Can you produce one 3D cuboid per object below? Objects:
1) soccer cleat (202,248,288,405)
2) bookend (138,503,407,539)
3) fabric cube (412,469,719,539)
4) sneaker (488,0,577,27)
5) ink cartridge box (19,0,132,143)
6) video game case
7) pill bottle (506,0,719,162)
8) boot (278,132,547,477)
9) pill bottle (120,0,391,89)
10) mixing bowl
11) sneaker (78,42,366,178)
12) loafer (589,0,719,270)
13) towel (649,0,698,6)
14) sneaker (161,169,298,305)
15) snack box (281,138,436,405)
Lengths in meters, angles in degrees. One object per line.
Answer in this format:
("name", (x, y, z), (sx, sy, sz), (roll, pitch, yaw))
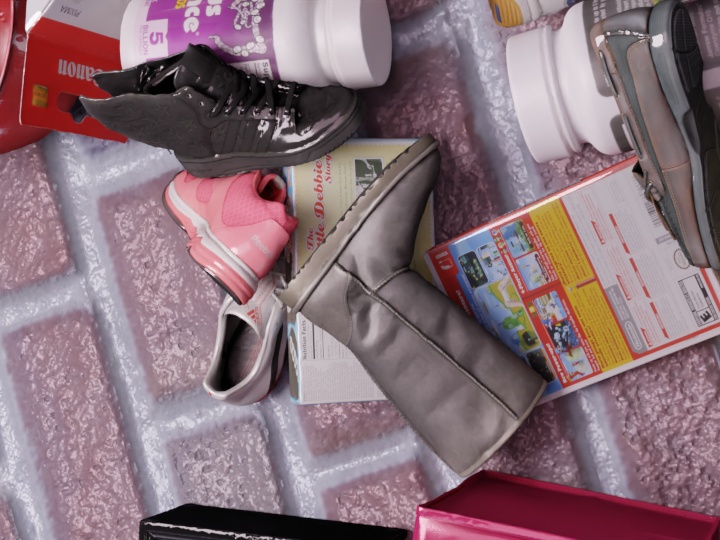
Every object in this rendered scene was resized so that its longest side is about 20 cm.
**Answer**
("soccer cleat", (-0.070, 0.015, 1.161), (0.068, 0.085, 0.202), (25, 97, 17))
("bookend", (-0.074, 0.300, 1.155), (0.196, 0.092, 0.203), (4, 92, 18))
("fabric cube", (0.140, 0.268, 1.028), (0.194, 0.200, 0.202), (10, 93, 19))
("sneaker", (0.122, -0.277, 1.103), (0.087, 0.075, 0.203), (-15, 69, 3))
("ink cartridge box", (-0.203, -0.209, 1.168), (0.049, 0.161, 0.203), (4, 90, 23))
("video game case", (0.162, 0.012, 1.091), (0.198, 0.017, 0.144), (-24, 95, 23))
("pill bottle", (0.212, -0.150, 1.054), (0.197, 0.114, 0.116), (-14, 85, 18))
("boot", (0.061, 0.026, 1.083), (0.199, 0.073, 0.182), (40, 99, 1))
("pill bottle", (-0.080, -0.178, 1.152), (0.197, 0.112, 0.114), (-4, 88, 18))
("mixing bowl", (-0.297, -0.178, 1.211), (0.199, 0.108, 0.203), (-9, 77, 45))
("sneaker", (-0.102, -0.125, 1.086), (0.197, 0.105, 0.061), (-11, 45, 29))
("loafer", (0.208, -0.090, 0.995), (0.062, 0.072, 0.202), (-2, 124, 30))
("towel", (0.283, -0.244, 1.012), (0.198, 0.144, 0.023), (-20, 120, 8))
("sneaker", (-0.093, -0.043, 1.137), (0.087, 0.200, 0.074), (-43, 118, 2))
("snack box", (0.000, 0.000, 1.135), (0.114, 0.037, 0.203), (-1, 88, -16))
